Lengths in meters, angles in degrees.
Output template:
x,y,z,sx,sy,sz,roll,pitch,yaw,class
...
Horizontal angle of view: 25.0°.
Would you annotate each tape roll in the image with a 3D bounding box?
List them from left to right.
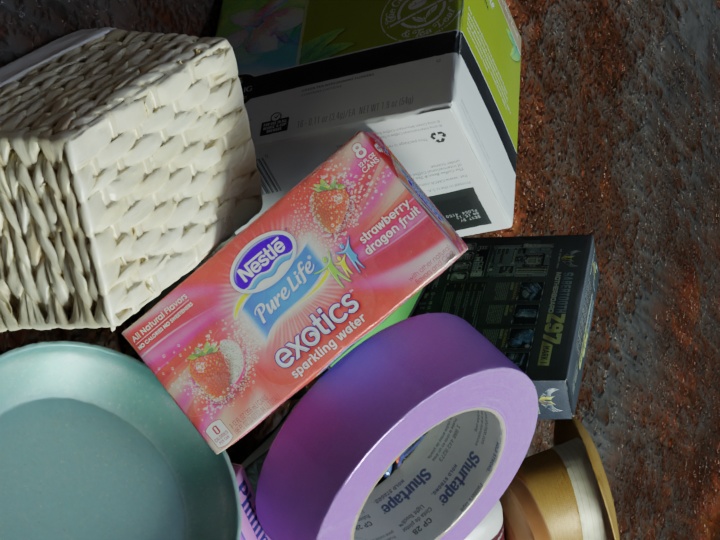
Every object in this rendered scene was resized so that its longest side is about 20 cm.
x,y,z,sx,sy,sz,roll,pitch,yaw,class
0.027,0.128,1.097,0.199,0.066,0.201,-30,142,-26,tape roll

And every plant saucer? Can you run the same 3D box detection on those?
x,y,z,sx,sy,sz,roll,pitch,yaw,class
-0.168,0.138,0.990,0.199,0.036,0.201,21,48,-25,plant saucer
0.144,0.287,1.486,0.200,0.032,0.202,168,-90,-78,plant saucer

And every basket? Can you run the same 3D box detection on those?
x,y,z,sx,sy,sz,roll,pitch,yaw,class
-0.160,-0.060,0.991,0.200,0.123,0.136,-45,130,-53,basket

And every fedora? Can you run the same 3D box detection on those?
x,y,z,sx,sy,sz,roll,pitch,yaw,class
0.184,0.231,1.531,0.201,0.081,0.202,168,-90,-84,fedora

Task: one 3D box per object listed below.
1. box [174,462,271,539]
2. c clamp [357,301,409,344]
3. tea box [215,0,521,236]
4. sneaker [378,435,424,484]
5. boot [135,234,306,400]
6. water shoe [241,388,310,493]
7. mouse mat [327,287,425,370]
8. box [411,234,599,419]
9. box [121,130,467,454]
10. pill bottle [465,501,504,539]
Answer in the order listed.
x,y,z,sx,sy,sz,roll,pitch,yaw,class
-0.132,0.257,1.082,0.200,0.096,0.177,-61,143,-42,box
0.023,0.093,1.445,0.171,0.027,0.202,14,78,-62,c clamp
0.003,-0.126,1.180,0.134,0.199,0.198,59,28,-44,tea box
0.010,0.159,1.308,0.200,0.075,0.079,-60,175,-50,sneaker
-0.094,0.023,1.188,0.200,0.067,0.132,29,60,-61,boot
-0.022,0.112,1.217,0.072,0.200,0.079,47,35,-8,water shoe
0.000,0.000,1.396,0.161,0.007,0.200,61,41,-30,mouse mat
0.126,0.048,1.463,0.201,0.157,0.051,-72,154,-47,box
-0.039,0.012,1.036,0.103,0.200,0.095,51,7,2,box
0.074,0.255,1.442,0.113,0.112,0.201,-41,132,-54,pill bottle
